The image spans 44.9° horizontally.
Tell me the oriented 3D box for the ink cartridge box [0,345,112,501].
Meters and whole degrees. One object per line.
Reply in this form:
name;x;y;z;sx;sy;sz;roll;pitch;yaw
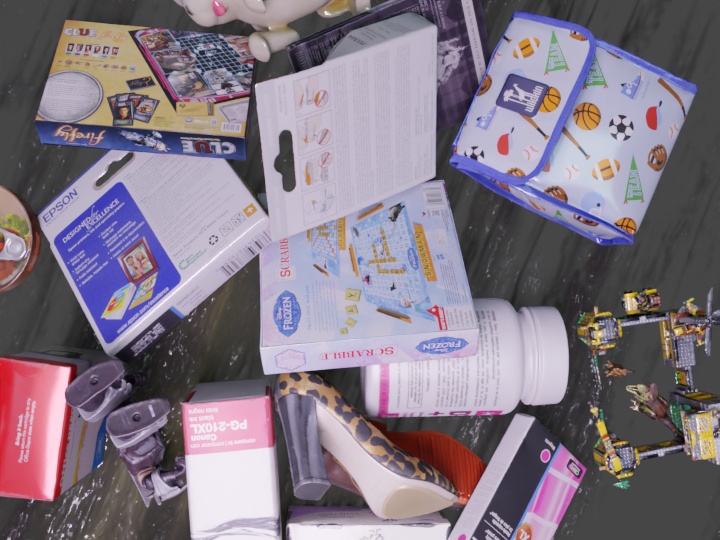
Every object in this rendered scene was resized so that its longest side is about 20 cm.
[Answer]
ink cartridge box;-0.286;0.136;0.797;0.065;0.200;0.119;7;90;-2

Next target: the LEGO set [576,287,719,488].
LEGO set;0.302;0.120;0.875;0.150;0.116;0.206;0;89;-4

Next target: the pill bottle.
pill bottle;0.099;0.086;0.865;0.194;0.113;0.117;-1;90;-3

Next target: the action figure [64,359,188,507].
action figure;-0.206;0.149;0.809;0.069;0.201;0.131;-34;73;-17

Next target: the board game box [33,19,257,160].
board game box;-0.203;-0.178;0.854;0.194;0.035;0.138;5;57;-3

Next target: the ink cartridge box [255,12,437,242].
ink cartridge box;-0.015;-0.134;0.818;0.197;0.047;0.163;-24;131;-26

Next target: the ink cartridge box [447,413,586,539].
ink cartridge box;0.146;0.254;0.868;0.095;0.037;0.202;42;72;-23

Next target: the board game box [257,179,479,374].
board game box;0.000;0.000;0.835;0.194;0.042;0.203;-4;47;-3

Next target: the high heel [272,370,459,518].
high heel;0.009;0.153;0.822;0.197;0.145;0.072;19;129;-34

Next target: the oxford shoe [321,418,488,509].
oxford shoe;0.050;0.209;0.896;0.196;0.072;0.073;21;129;-13

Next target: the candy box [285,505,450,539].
candy box;0.005;0.346;0.879;0.163;0.072;0.206;2;90;-4

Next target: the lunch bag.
lunch bag;0.205;-0.141;0.868;0.197;0.124;0.173;26;88;-1

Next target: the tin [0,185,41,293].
tin;-0.416;-0.042;0.868;0.195;0.042;0.115;14;93;1

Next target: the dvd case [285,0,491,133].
dvd case;0.038;-0.194;0.871;0.196;0.016;0.151;-24;127;-3

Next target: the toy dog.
toy dog;-0.096;-0.305;0.846;0.195;0.140;0.198;-13;73;-3

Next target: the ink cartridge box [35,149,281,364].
ink cartridge box;-0.204;-0.045;0.858;0.197;0.047;0.201;-40;57;1

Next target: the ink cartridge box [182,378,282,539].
ink cartridge box;-0.119;0.216;0.834;0.082;0.145;0.206;-4;90;-5
